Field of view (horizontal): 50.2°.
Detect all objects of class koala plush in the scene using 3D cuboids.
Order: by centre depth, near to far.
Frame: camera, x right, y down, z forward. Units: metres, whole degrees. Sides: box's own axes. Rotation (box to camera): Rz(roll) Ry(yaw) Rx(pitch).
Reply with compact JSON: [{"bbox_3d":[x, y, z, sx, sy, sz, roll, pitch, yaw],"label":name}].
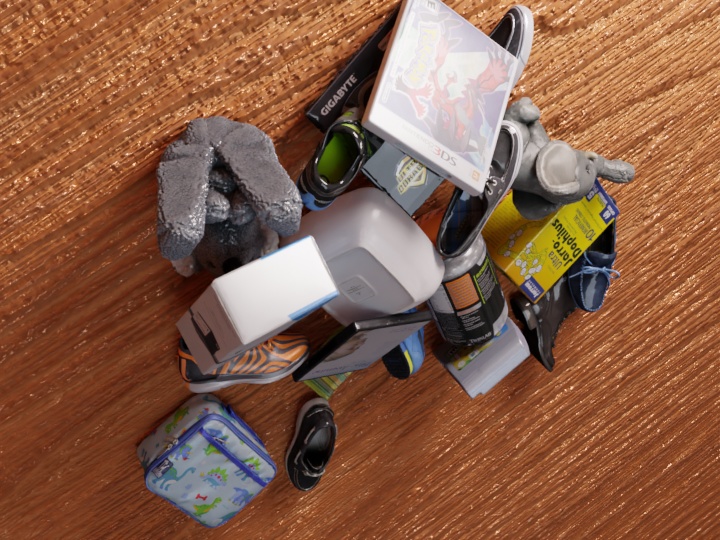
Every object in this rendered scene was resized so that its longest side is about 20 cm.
[{"bbox_3d":[-0.170,-0.067,0.974,0.173,0.187,0.202,-13,145,-12],"label":"koala plush"}]

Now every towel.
[{"bbox_3d":[-0.012,0.118,1.239,0.200,0.018,0.086,-46,130,3],"label":"towel"}]

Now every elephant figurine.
[{"bbox_3d":[0.270,-0.141,1.100,0.156,0.199,0.141,-52,172,19],"label":"elephant figurine"}]

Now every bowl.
[{"bbox_3d":[0.000,0.000,1.066,0.197,0.076,0.200,-25,126,31],"label":"bowl"}]

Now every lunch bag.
[{"bbox_3d":[-0.233,0.294,1.187,0.160,0.082,0.201,-39,130,-5],"label":"lunch bag"}]

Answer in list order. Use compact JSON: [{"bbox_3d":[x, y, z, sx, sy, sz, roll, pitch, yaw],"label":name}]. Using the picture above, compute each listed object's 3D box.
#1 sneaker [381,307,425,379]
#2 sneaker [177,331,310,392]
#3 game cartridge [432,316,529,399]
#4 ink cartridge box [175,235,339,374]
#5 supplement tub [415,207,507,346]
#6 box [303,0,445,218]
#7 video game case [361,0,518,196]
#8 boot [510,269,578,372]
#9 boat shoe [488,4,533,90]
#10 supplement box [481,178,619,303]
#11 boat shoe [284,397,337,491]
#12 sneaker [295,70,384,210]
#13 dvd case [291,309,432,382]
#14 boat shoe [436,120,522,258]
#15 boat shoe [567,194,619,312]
[{"bbox_3d":[0.059,0.069,1.211,0.078,0.065,0.204,-38,122,-42],"label":"sneaker"},{"bbox_3d":[-0.166,0.102,1.108,0.196,0.078,0.114,-14,125,-20],"label":"sneaker"},{"bbox_3d":[0.195,0.127,1.248,0.132,0.200,0.041,-37,105,-2],"label":"game cartridge"},{"bbox_3d":[-0.135,0.048,0.973,0.143,0.199,0.085,-28,87,-30],"label":"ink cartridge box"},{"bbox_3d":[0.149,0.010,1.191,0.121,0.123,0.202,-32,127,-7],"label":"supplement tub"},{"bbox_3d":[0.059,-0.211,1.017,0.198,0.050,0.200,43,93,-18],"label":"box"},{"bbox_3d":[0.105,-0.223,0.954,0.180,0.023,0.204,27,69,-24],"label":"video game case"},{"bbox_3d":[0.369,0.073,1.382,0.172,0.069,0.202,-32,125,-7],"label":"boot"},{"bbox_3d":[0.171,-0.273,1.072,0.066,0.072,0.203,7,122,-32],"label":"boat shoe"},{"bbox_3d":[0.293,-0.072,1.229,0.200,0.110,0.108,-47,129,6],"label":"supplement box"},{"bbox_3d":[-0.078,0.305,1.280,0.072,0.061,0.204,-1,125,-26],"label":"boat shoe"},{"bbox_3d":[-0.006,-0.160,0.934,0.070,0.083,0.202,37,70,-11],"label":"sneaker"},{"bbox_3d":[-0.001,0.114,1.137,0.140,0.018,0.200,-7,157,-36],"label":"dvd case"},{"bbox_3d":[0.155,-0.105,1.035,0.203,0.069,0.066,-61,171,18],"label":"boat shoe"},{"bbox_3d":[0.394,-0.028,1.299,0.082,0.068,0.206,-7,100,-18],"label":"boat shoe"}]
